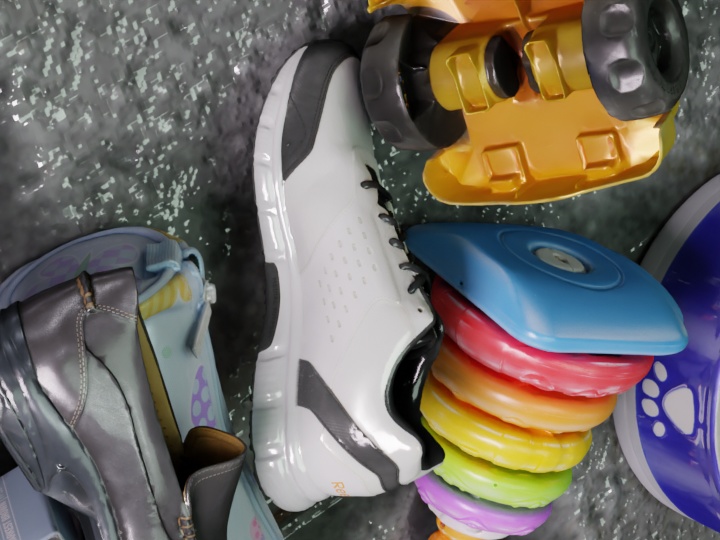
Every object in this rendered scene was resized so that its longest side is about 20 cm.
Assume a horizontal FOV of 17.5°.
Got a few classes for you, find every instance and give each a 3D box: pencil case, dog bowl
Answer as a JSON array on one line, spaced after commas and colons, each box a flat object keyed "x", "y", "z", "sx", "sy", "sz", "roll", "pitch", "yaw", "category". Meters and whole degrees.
[{"x": -0.087, "y": 0.081, "z": 0.984, "sx": 0.090, "sy": 0.083, "sz": 0.201, "roll": -20, "pitch": 117, "yaw": -10, "category": "pencil case"}, {"x": 0.228, "y": 0.045, "z": 1.199, "sx": 0.199, "sy": 0.079, "sz": 0.202, "roll": -11, "pitch": 110, "yaw": -32, "category": "dog bowl"}]

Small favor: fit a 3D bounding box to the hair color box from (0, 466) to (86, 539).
[{"x": -0.185, "y": 0.172, "z": 0.919, "sx": 0.199, "sy": 0.061, "sz": 0.099, "roll": -31, "pitch": 122, "yaw": -1, "category": "hair color box"}]

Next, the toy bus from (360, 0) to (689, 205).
[{"x": 0.081, "y": -0.151, "z": 0.995, "sx": 0.192, "sy": 0.135, "sz": 0.201, "roll": -41, "pitch": 119, "yaw": -54, "category": "toy bus"}]

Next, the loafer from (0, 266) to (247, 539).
[{"x": -0.074, "y": 0.089, "z": 0.903, "sx": 0.072, "sy": 0.073, "sz": 0.201, "roll": -29, "pitch": 118, "yaw": 3, "category": "loafer"}]

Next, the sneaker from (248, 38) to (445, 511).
[{"x": 0.000, "y": 0.000, "z": 0.990, "sx": 0.074, "sy": 0.079, "sz": 0.202, "roll": 16, "pitch": 71, "yaw": -66, "category": "sneaker"}]

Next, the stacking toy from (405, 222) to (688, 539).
[{"x": 0.062, "y": 0.084, "z": 1.091, "sx": 0.109, "sy": 0.116, "sz": 0.201, "roll": 3, "pitch": 114, "yaw": -37, "category": "stacking toy"}]
